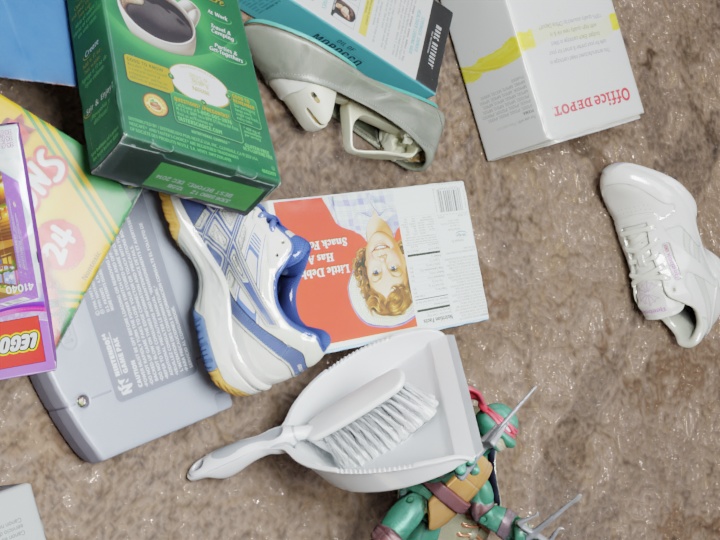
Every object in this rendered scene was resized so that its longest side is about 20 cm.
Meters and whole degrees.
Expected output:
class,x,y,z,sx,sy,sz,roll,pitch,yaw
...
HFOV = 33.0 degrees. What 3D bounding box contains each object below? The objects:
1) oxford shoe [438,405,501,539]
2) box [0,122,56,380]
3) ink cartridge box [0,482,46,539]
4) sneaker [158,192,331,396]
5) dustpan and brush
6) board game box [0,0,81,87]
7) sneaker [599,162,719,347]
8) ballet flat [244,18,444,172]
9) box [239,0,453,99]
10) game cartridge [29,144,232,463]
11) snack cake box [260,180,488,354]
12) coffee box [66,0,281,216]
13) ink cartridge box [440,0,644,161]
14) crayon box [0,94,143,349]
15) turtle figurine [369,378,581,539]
class,x,y,z,sx,sy,sz,roll,pitch,yaw
oxford shoe,0.068,0.200,0.937,0.070,0.073,0.203,16,71,-38
box,-0.273,0.001,0.654,0.197,0.039,0.139,-9,100,-14
ink cartridge box,-0.236,0.232,0.636,0.144,0.144,0.203,-15,90,-40
sneaker,-0.077,-0.021,0.826,0.075,0.087,0.202,-1,73,-76
dustpan and brush,-0.024,0.110,0.832,0.057,0.199,0.140,52,15,-30
board game box,-0.237,-0.172,0.759,0.199,0.039,0.159,-2,62,-52
sneaker,0.290,-0.015,1.165,0.201,0.074,0.100,51,53,-19
ballet flat,-0.014,-0.130,0.950,0.198,0.067,0.065,21,76,-34
box,-0.018,-0.215,0.974,0.199,0.049,0.083,28,64,-32
game cartridge,-0.169,0.017,0.810,0.133,0.040,0.203,-18,92,-44
snack cake box,0.000,0.000,0.931,0.198,0.067,0.117,-8,87,-40
coffee box,-0.126,-0.138,0.787,0.122,0.044,0.202,14,50,-42
ink cartridge box,0.158,-0.213,1.095,0.144,0.083,0.203,-18,92,-40
crayon box,-0.245,-0.046,0.721,0.199,0.051,0.128,31,70,-17
turtle figurine,0.069,0.164,0.869,0.200,0.101,0.149,-49,129,3
